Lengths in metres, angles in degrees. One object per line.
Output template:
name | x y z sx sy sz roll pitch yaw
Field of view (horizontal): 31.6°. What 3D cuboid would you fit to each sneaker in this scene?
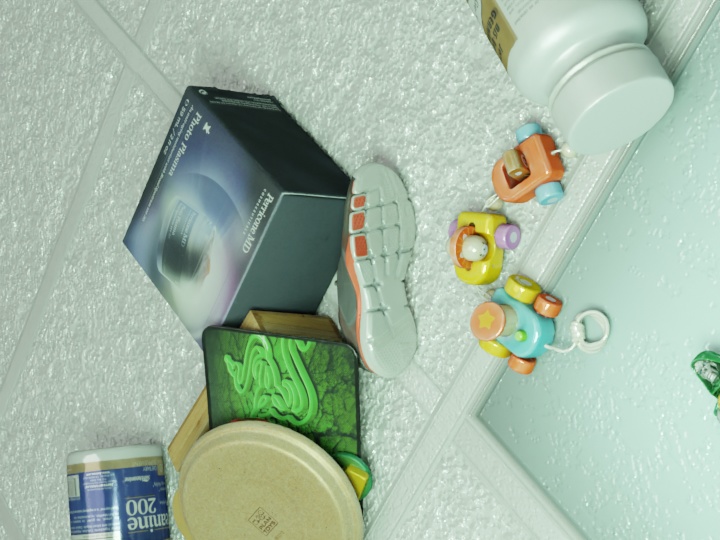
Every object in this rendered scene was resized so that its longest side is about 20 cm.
sneaker | 0.000 0.000 1.195 0.082 0.077 0.201 -6 84 54

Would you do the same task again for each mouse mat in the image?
mouse mat | -0.075 0.151 1.225 0.161 0.008 0.200 6 112 19

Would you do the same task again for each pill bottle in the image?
pill bottle | 0.158 -0.195 0.997 0.114 0.114 0.200 -46 57 36
pill bottle | -0.273 0.302 1.453 0.111 0.111 0.200 -15 78 46

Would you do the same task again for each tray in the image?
tray | -0.109 0.125 1.287 0.200 0.098 0.037 -58 45 29

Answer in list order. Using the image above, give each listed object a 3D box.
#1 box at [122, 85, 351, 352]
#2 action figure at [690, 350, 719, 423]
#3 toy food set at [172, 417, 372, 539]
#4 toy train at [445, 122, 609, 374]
box | -0.121 -0.050 1.293 0.198 0.123 0.200 47 122 36
action figure | 0.302 0.118 0.878 0.200 0.055 0.118 46 124 43
toy food set | -0.085 0.232 1.232 0.198 0.049 0.200 27 118 8
toy train | 0.129 -0.015 1.066 0.150 0.056 0.200 -29 67 43
